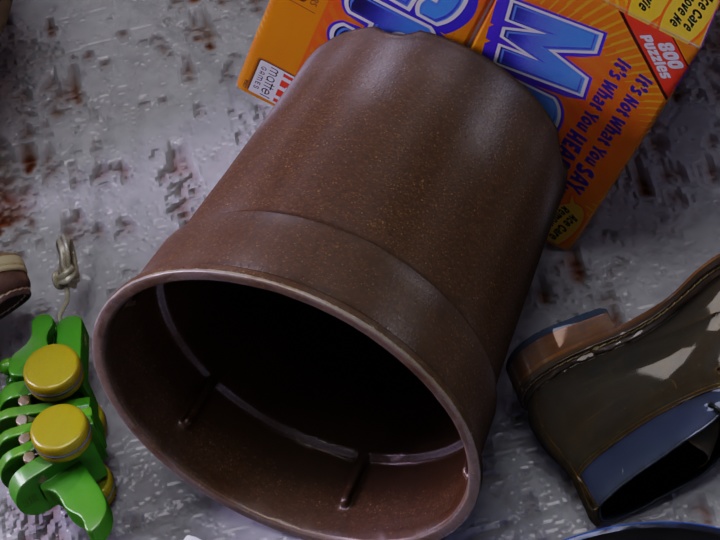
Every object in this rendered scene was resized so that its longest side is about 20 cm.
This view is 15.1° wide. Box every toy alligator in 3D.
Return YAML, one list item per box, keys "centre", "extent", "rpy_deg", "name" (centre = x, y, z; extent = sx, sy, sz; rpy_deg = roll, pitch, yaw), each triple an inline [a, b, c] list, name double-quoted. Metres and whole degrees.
- centre: [-0.165, 0.064, 1.410]
  extent: [0.054, 0.059, 0.200]
  rpy_deg: [-14, 49, 2]
  name: "toy alligator"

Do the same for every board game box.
- centre: [0.082, -0.175, 1.413]
  extent: [0.200, 0.200, 0.200]
  rpy_deg: [26, 57, -1]
  name: "board game box"

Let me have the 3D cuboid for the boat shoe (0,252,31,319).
- centre: [-0.250, 0.066, 1.434]
  extent: [0.200, 0.072, 0.072]
  rpy_deg: [-34, 82, -15]
  name: "boat shoe"

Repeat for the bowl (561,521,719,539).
- centre: [0.118, 0.186, 1.217]
  extent: [0.200, 0.039, 0.201]
  rpy_deg: [-14, 32, 9]
  name: "bowl"

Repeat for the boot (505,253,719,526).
- centre: [0.179, 0.052, 1.339]
  extent: [0.200, 0.075, 0.097]
  rpy_deg: [-23, 58, 7]
  name: "boot"

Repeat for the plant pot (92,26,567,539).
- centre: [0.000, 0.000, 1.340]
  extent: [0.200, 0.200, 0.198]
  rpy_deg: [11, 50, 22]
  name: "plant pot"

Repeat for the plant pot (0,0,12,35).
- centre: [-0.279, -0.180, 1.577]
  extent: [0.200, 0.201, 0.134]
  rpy_deg: [9, 18, 20]
  name: "plant pot"

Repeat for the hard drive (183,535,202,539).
- centre: [-0.088, 0.228, 1.278]
  extent: [0.132, 0.027, 0.200]
  rpy_deg: [24, 59, 29]
  name: "hard drive"
